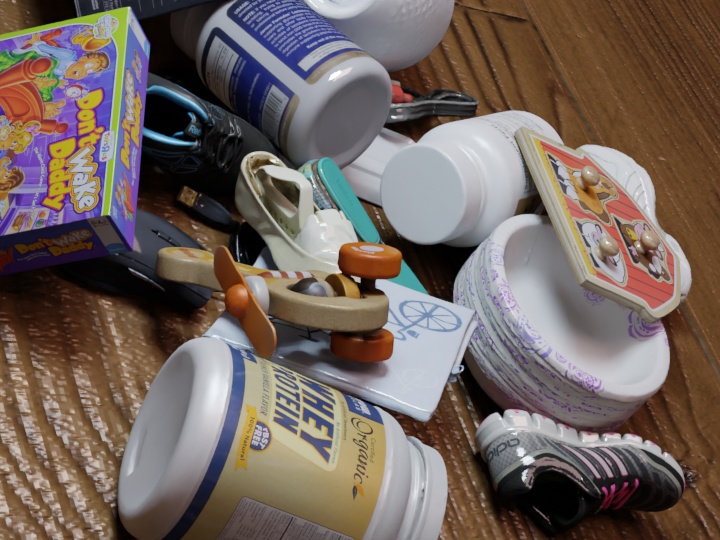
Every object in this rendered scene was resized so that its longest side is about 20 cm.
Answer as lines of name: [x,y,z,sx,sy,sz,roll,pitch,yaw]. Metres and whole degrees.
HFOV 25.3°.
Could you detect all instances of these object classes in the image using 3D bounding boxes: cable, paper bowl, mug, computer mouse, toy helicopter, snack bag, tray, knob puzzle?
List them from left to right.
computer mouse: [-0.151,-0.030,1.282,0.198,0.046,0.141,23,41,-23]
toy helicopter: [-0.074,0.015,1.162,0.198,0.080,0.132,14,15,31]
mug: [-0.022,-0.270,1.530,0.175,0.197,0.150,-3,91,-76]
tray: [-0.016,-0.118,1.510,0.198,0.022,0.108,20,41,-26]
snack bag: [-0.010,0.048,1.234,0.186,0.022,0.200,19,25,5]
cable: [0.056,-0.174,1.588,0.198,0.051,0.097,-6,20,-39]
paper bowl: [0.169,0.058,1.427,0.199,0.105,0.202,23,40,-21]
knob puzzle: [0.239,-0.040,1.473,0.219,0.030,0.221,35,32,-26]

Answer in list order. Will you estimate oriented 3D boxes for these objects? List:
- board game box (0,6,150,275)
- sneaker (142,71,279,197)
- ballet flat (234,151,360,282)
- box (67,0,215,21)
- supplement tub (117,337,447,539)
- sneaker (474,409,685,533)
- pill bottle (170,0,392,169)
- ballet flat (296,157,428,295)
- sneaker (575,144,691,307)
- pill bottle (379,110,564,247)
board game box: [-0.231,-0.096,1.190,0.045,0.133,0.202,64,19,-52]
sneaker: [-0.138,-0.106,1.313,0.199,0.074,0.082,22,0,-38]
ballet flat: [-0.043,-0.032,1.268,0.069,0.070,0.200,4,29,-39]
box: [-0.174,-0.308,1.396,0.198,0.108,0.149,-17,43,-13]
supplement tub: [-0.053,0.145,1.112,0.198,0.145,0.145,24,40,-21]
sneaker: [0.188,0.183,1.348,0.198,0.074,0.088,17,43,-22]
pill bottle: [-0.074,-0.183,1.421,0.115,0.117,0.200,-12,45,-46]
ballet flat: [0.000,0.000,1.366,0.074,0.074,0.201,-29,85,-51]
sneaker: [0.257,-0.048,1.637,0.099,0.078,0.201,-3,54,-39]
pill bottle: [0.105,-0.082,1.484,0.115,0.114,0.199,51,30,13]
